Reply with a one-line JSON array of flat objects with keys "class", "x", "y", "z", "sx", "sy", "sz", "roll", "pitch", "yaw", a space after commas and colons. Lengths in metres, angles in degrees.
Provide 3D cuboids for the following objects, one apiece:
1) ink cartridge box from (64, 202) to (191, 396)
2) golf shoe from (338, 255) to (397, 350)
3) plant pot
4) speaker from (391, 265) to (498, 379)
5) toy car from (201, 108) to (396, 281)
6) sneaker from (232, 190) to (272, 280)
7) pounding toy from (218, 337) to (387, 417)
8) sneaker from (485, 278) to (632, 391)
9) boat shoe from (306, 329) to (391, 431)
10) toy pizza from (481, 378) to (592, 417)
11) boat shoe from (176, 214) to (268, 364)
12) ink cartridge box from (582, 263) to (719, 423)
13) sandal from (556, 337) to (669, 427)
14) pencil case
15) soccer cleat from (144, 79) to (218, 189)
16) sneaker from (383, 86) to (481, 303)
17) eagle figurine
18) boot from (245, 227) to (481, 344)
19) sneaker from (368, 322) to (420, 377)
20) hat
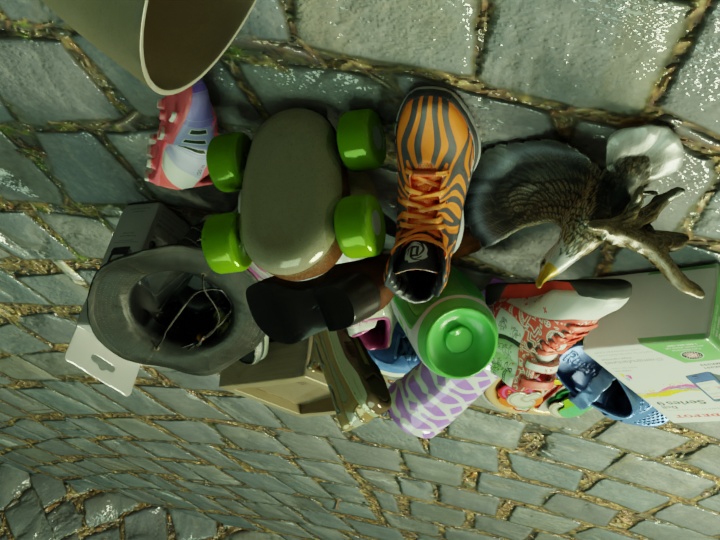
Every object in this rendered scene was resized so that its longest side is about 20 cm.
[{"class": "ink cartridge box", "x": -0.254, "y": 0.037, "z": 1.317, "sx": 0.067, "sy": 0.202, "sz": 0.116, "roll": -1, "pitch": 152, "yaw": 38}, {"class": "golf shoe", "x": -0.008, "y": 0.017, "z": 1.246, "sx": 0.075, "sy": 0.092, "sz": 0.200, "roll": -12, "pitch": 145, "yaw": 28}, {"class": "plant pot", "x": -0.171, "y": -0.244, "z": 0.722, "sx": 0.199, "sy": 0.188, "sz": 0.188, "roll": 29, "pitch": 157, "yaw": 7}, {"class": "speaker", "x": 0.084, "y": 0.045, "z": 1.158, "sx": 0.088, "sy": 0.089, "sz": 0.200, "roll": 22, "pitch": -170, "yaw": -12}, {"class": "toy car", "x": -0.032, "y": -0.050, "z": 1.079, "sx": 0.162, "sy": 0.160, "sz": 0.200, "roll": -6, "pitch": 161, "yaw": 22}, {"class": "sneaker", "x": -0.112, "y": -0.035, "z": 1.223, "sx": 0.087, "sy": 0.082, "sz": 0.201, "roll": 9, "pitch": 155, "yaw": 11}, {"class": "pounding toy", "x": -0.093, "y": 0.096, "z": 1.463, "sx": 0.198, "sy": 0.144, "sz": 0.183, "roll": -11, "pitch": 153, "yaw": 40}, {"class": "sneaker", "x": 0.193, "y": 0.064, "z": 1.100, "sx": 0.067, "sy": 0.109, "sz": 0.201, "roll": 0, "pitch": 177, "yaw": -30}, {"class": "boat shoe", "x": -0.034, "y": 0.093, "z": 1.307, "sx": 0.076, "sy": 0.201, "sz": 0.071, "roll": -36, "pitch": 142, "yaw": 20}, {"class": "toy pizza", "x": 0.240, "y": 0.131, "z": 1.326, "sx": 0.197, "sy": 0.032, "sz": 0.201, "roll": -6, "pitch": 147, "yaw": -4}, {"class": "boat shoe", "x": -0.165, "y": 0.035, "z": 1.329, "sx": 0.071, "sy": 0.068, "sz": 0.202, "roll": 8, "pitch": 129, "yaw": 35}, {"class": "ink cartridge box", "x": 0.348, "y": 0.082, "z": 1.172, "sx": 0.144, "sy": 0.088, "sz": 0.199, "roll": -9, "pitch": 148, "yaw": 43}, {"class": "sandal", "x": 0.282, "y": 0.136, "z": 1.247, "sx": 0.199, "sy": 0.087, "sz": 0.080, "roll": 24, "pitch": 114, "yaw": -31}, {"class": "pencil case", "x": 0.110, "y": 0.106, "z": 1.270, "sx": 0.083, "sy": 0.086, "sz": 0.200, "roll": 22, "pitch": 126, "yaw": -34}, {"class": "soccer cleat", "x": -0.161, "y": -0.132, "z": 1.079, "sx": 0.076, "sy": 0.068, "sz": 0.200, "roll": 4, "pitch": 160, "yaw": -17}, {"class": "sneaker", "x": 0.061, "y": -0.053, "z": 0.978, "sx": 0.077, "sy": 0.113, "sz": 0.202, "roll": 4, "pitch": 132, "yaw": 11}, {"class": "eagle figurine", "x": 0.191, "y": -0.048, "z": 0.984, "sx": 0.200, "sy": 0.149, "sz": 0.153, "roll": -142, "pitch": 33, "yaw": -70}, {"class": "boot", "x": 0.000, "y": 0.000, "z": 1.148, "sx": 0.187, "sy": 0.199, "sz": 0.069, "roll": -18, "pitch": 99, "yaw": 49}, {"class": "sneaker", "x": 0.091, "y": 0.092, "z": 1.367, "sx": 0.197, "sy": 0.078, "sz": 0.111, "roll": 13, "pitch": 160, "yaw": 1}, {"class": "hat", "x": -0.197, "y": 0.023, "z": 1.238, "sx": 0.198, "sy": 0.081, "sz": 0.202, "roll": -2, "pitch": 131, "yaw": -3}]
